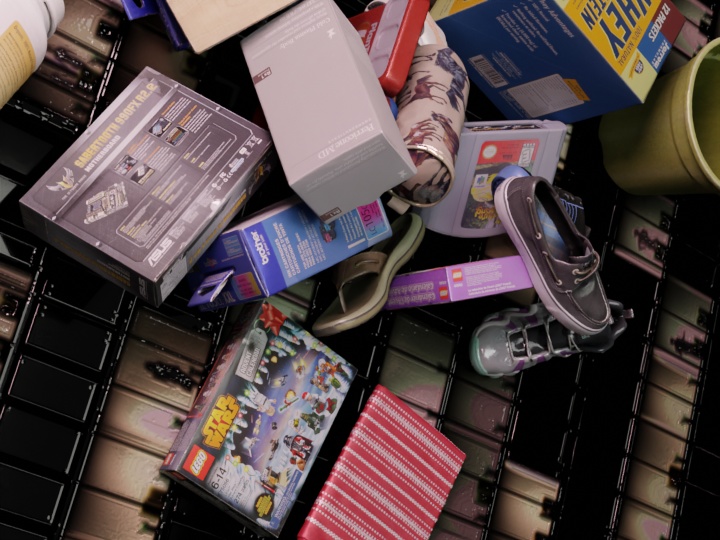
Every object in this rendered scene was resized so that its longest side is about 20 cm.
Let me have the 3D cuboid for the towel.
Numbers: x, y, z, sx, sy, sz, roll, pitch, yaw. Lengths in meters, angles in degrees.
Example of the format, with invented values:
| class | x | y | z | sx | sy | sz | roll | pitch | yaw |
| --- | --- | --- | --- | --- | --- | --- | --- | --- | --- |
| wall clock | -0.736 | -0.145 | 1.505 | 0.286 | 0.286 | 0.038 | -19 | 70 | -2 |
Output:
| class | x | y | z | sx | sy | sz | roll | pitch | yaw |
| --- | --- | --- | --- | --- | --- | --- | --- | --- | --- |
| towel | 0.024 | 0.244 | 1.501 | 0.145 | 0.022 | 0.200 | 41 | 61 | -22 |

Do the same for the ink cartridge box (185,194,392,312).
| class | x | y | z | sx | sy | sz | roll | pitch | yaw |
| --- | --- | --- | --- | --- | --- | --- | --- | --- | --- |
| ink cartridge box | -0.088 | -0.023 | 1.385 | 0.200 | 0.136 | 0.077 | -25 | 97 | -35 |

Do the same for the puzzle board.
| class | x | y | z | sx | sy | sz | roll | pitch | yaw |
| --- | --- | --- | --- | --- | --- | --- | --- | --- | --- |
| puzzle board | -0.107 | -0.320 | 1.334 | 0.200 | 0.017 | 0.151 | -30 | 97 | -8 |

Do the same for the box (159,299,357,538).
| class | x | y | z | sx | sy | sz | roll | pitch | yaw |
| --- | --- | --- | --- | --- | --- | --- | --- | --- | --- |
| box | -0.099 | 0.149 | 1.414 | 0.137 | 0.040 | 0.200 | 37 | 64 | -25 |

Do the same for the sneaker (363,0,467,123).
| class | x | y | z | sx | sy | sz | roll | pitch | yaw |
| --- | --- | --- | --- | --- | --- | --- | --- | --- | --- |
| sneaker | 0.081 | -0.226 | 1.576 | 0.080 | 0.074 | 0.200 | -39 | 110 | -42 |

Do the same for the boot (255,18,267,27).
| class | x | y | z | sx | sy | sz | roll | pitch | yaw |
| --- | --- | --- | --- | --- | --- | --- | --- | --- | --- |
| boot | -0.068 | -0.328 | 1.495 | 0.200 | 0.069 | 0.174 | 41 | 68 | -20 |

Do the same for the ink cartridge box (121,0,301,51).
| class | x | y | z | sx | sy | sz | roll | pitch | yaw |
| --- | --- | --- | --- | --- | --- | --- | --- | --- | --- |
| ink cartridge box | -0.145 | -0.306 | 1.382 | 0.199 | 0.076 | 0.137 | -23 | 97 | -6 |

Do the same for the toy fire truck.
| class | x | y | z | sx | sy | sz | roll | pitch | yaw |
| --- | --- | --- | --- | --- | --- | --- | --- | --- | --- |
| toy fire truck | -0.011 | -0.187 | 1.444 | 0.112 | 0.168 | 0.201 | 30 | 67 | -29 |

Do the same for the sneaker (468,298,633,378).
| class | x | y | z | sx | sy | sz | roll | pitch | yaw |
| --- | --- | --- | --- | --- | --- | --- | --- | --- | --- |
| sneaker | 0.230 | 0.068 | 1.598 | 0.200 | 0.140 | 0.078 | -20 | 96 | -36 |

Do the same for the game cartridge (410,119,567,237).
| class | x | y | z | sx | sy | sz | roll | pitch | yaw |
| --- | --- | --- | --- | --- | --- | --- | --- | --- | --- |
| game cartridge | 0.148 | -0.104 | 1.591 | 0.200 | 0.041 | 0.133 | -8 | 124 | -39 |

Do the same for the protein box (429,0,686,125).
| class | x | y | z | sx | sy | sz | roll | pitch | yaw |
| --- | --- | --- | --- | --- | --- | --- | --- | --- | --- |
| protein box | 0.221 | -0.284 | 1.604 | 0.199 | 0.200 | 0.135 | 43 | 61 | -23 |

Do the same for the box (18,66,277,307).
| class | x | y | z | sx | sy | sz | roll | pitch | yaw |
| --- | --- | --- | --- | --- | --- | --- | --- | --- | --- |
| box | -0.197 | -0.083 | 1.317 | 0.158 | 0.048 | 0.200 | 28 | 60 | 15 |

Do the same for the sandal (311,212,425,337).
| class | x | y | z | sx | sy | sz | roll | pitch | yaw |
| --- | --- | --- | --- | --- | --- | --- | --- | --- | --- |
| sandal | 0.000 | 0.000 | 1.484 | 0.057 | 0.080 | 0.201 | 52 | 47 | -21 |

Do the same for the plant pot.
| class | x | y | z | sx | sy | sz | roll | pitch | yaw |
| --- | --- | --- | --- | --- | --- | --- | --- | --- | --- |
| plant pot | 0.403 | -0.171 | 1.730 | 0.200 | 0.184 | 0.201 | 5 | 81 | -36 |

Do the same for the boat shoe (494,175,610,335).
| class | x | y | z | sx | sy | sz | roll | pitch | yaw |
| --- | --- | --- | --- | --- | --- | --- | --- | --- | --- |
| boat shoe | 0.218 | -0.018 | 1.479 | 0.070 | 0.066 | 0.200 | -39 | 105 | -33 |

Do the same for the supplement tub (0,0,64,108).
| class | x | y | z | sx | sy | sz | roll | pitch | yaw |
| --- | --- | --- | --- | --- | --- | --- | --- | --- | --- |
| supplement tub | -0.364 | -0.191 | 1.206 | 0.144 | 0.144 | 0.200 | 46 | 60 | -22 |

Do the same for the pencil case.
| class | x | y | z | sx | sy | sz | roll | pitch | yaw |
| --- | --- | --- | --- | --- | --- | --- | --- | --- | --- |
| pencil case | 0.065 | -0.152 | 1.447 | 0.078 | 0.089 | 0.200 | 37 | 38 | -22 |

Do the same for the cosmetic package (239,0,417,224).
| class | x | y | z | sx | sy | sz | roll | pitch | yaw |
| --- | --- | --- | --- | --- | --- | --- | --- | --- | --- |
| cosmetic package | -0.033 | -0.157 | 1.333 | 0.090 | 0.107 | 0.200 | 46 | 18 | -50 |

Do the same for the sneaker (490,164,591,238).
| class | x | y | z | sx | sy | sz | roll | pitch | yaw |
| --- | --- | --- | --- | --- | --- | --- | --- | --- | --- |
| sneaker | 0.211 | -0.073 | 1.597 | 0.078 | 0.070 | 0.200 | -49 | 145 | -10 |

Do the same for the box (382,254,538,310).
| class | x | y | z | sx | sy | sz | roll | pitch | yaw |
| --- | --- | --- | --- | --- | --- | --- | --- | --- | --- |
| box | 0.130 | 0.010 | 1.538 | 0.199 | 0.137 | 0.039 | -9 | 89 | -36 |
